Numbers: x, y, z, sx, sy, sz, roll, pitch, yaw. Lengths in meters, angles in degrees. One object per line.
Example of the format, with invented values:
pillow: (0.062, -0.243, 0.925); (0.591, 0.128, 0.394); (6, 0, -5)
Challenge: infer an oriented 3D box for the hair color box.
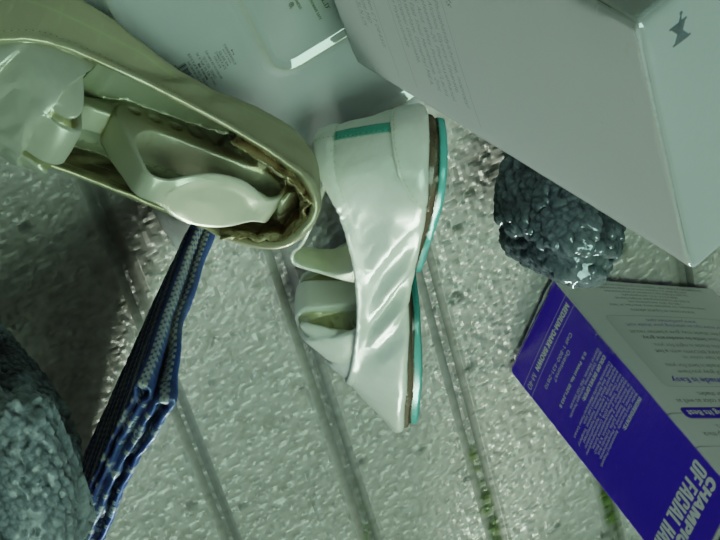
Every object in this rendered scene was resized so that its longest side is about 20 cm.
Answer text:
hair color box: (0.170, 0.086, 1.053); (0.109, 0.200, 0.065); (4, 121, -33)

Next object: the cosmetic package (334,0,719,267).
cosmetic package: (0.116, -0.139, 0.823); (0.199, 0.200, 0.123); (-38, 135, -17)

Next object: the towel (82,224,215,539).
towel: (-0.103, 0.081, 0.922); (0.024, 0.145, 0.201); (22, 123, -8)

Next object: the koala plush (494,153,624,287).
koala plush: (0.187, -0.049, 0.942); (0.176, 0.200, 0.185); (-9, 127, -32)

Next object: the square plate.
square plate: (-0.025, -0.117, 0.902); (0.197, 0.028, 0.200); (-33, 134, -6)

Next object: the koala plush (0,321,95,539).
koala plush: (-0.212, 0.021, 0.829); (0.176, 0.184, 0.201); (-23, 114, 5)

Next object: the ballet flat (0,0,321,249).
ballet flat: (-0.099, -0.058, 0.848); (0.199, 0.070, 0.070); (22, 112, -26)

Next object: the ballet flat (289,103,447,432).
ballet flat: (0.000, 0.000, 0.979); (0.069, 0.070, 0.201); (-19, 145, -17)
